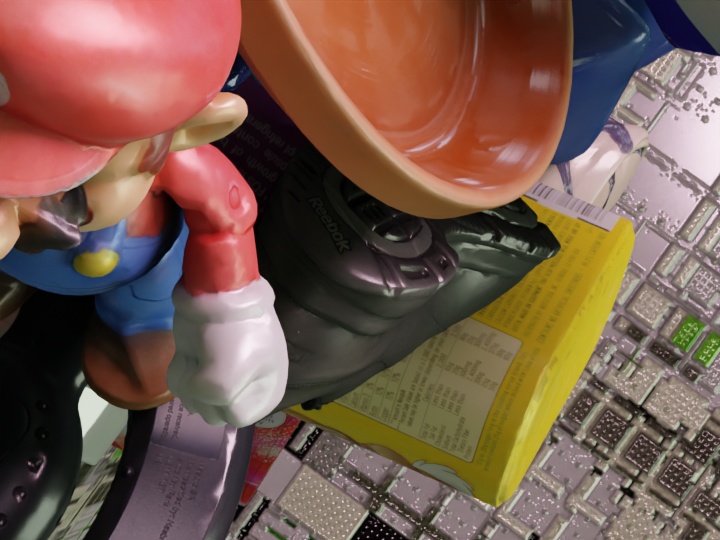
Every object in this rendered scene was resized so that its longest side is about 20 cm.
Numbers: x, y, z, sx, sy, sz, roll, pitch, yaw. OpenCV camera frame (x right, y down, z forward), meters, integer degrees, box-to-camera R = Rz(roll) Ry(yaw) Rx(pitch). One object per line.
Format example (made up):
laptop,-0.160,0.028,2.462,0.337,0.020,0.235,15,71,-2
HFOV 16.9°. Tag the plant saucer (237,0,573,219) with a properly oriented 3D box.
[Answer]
plant saucer,-0.001,-0.110,0.654,0.032,0.200,0.200,-16,-163,29

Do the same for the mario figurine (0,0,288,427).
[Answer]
mario figurine,-0.083,-0.015,0.586,0.200,0.123,0.106,99,-18,-68

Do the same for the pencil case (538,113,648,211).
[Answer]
pencil case,0.028,-0.077,1.040,0.078,0.200,0.089,-54,178,-25

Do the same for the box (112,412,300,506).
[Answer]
box,-0.052,-0.010,1.084,0.095,0.100,0.200,123,-10,-51

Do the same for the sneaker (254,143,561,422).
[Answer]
sneaker,0.000,0.000,0.803,0.091,0.076,0.200,-49,166,21

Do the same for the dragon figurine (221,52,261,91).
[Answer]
dragon figurine,-0.025,-0.123,0.737,0.059,0.099,0.200,-56,176,36

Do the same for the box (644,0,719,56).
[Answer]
box,0.153,-0.145,0.690,0.200,0.184,0.105,19,-118,49

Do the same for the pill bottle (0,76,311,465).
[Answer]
pill bottle,-0.069,-0.037,0.835,0.200,0.112,0.112,-56,176,-5

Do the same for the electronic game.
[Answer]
electronic game,-0.118,0.060,0.728,0.200,0.200,0.042,-54,138,-6

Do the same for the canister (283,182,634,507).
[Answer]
canister,-0.008,-0.003,0.947,0.149,0.200,0.087,-54,163,-49

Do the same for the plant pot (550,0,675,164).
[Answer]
plant pot,0.073,-0.164,0.925,0.180,0.200,0.200,-46,175,-10
